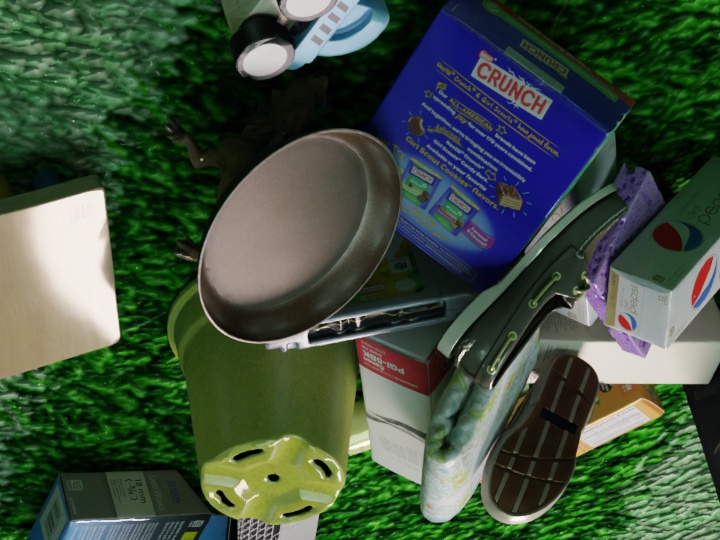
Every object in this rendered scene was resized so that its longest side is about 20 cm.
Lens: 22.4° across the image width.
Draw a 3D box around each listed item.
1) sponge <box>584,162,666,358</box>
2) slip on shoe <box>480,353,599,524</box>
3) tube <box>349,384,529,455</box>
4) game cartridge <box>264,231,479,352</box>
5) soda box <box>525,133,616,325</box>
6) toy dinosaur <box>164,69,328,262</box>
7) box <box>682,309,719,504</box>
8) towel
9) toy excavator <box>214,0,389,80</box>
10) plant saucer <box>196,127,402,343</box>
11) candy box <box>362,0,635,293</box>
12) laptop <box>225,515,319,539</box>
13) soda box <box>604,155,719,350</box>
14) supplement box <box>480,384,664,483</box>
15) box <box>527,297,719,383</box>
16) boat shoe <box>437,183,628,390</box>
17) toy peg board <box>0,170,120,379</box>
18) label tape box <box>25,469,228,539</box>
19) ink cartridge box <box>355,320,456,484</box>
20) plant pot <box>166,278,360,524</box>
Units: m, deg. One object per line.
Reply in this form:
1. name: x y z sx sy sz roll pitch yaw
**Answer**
1. sponge: 0.246 -0.006 1.630 0.030 0.112 0.200 22 168 28
2. slip on shoe: 0.160 0.161 1.664 0.076 0.201 0.061 31 139 -2
3. tube: 0.075 0.136 1.832 0.198 0.058 0.052 -16 104 -2
4. game cartridge: 0.000 0.000 1.601 0.198 0.134 0.041 -11 133 -9
5. soda box: 0.188 -0.045 1.623 0.068 0.064 0.201 25 148 29
6. toy dinosaur: -0.087 -0.065 1.504 0.085 0.202 0.135 -4 -175 -44
7. box: 0.427 0.112 1.768 0.117 0.201 0.197 16 132 -26
8. towel: 0.105 0.111 1.603 0.048 0.201 0.172 22 157 14
9. toy excavator: 0.009 -0.230 1.398 0.199 0.100 0.195 8 138 -39
10. plant saucer: -0.054 -0.033 1.467 0.199 0.032 0.201 -25 138 -25
11. candy box: 0.099 -0.106 1.496 0.169 0.077 0.200 37 129 3
12. laptop: -0.085 0.304 1.870 0.199 0.116 0.188 -27 147 -30
13. soda box: 0.291 -0.019 1.602 0.063 0.200 0.069 22 134 27
14. supplement box: 0.206 0.154 1.858 0.199 0.067 0.069 -28 148 17
15. box: 0.249 0.061 1.764 0.198 0.083 0.069 3 136 -13
16. boat shoe: 0.153 0.013 1.505 0.202 0.060 0.072 -44 167 -5
17. toy peg board: -0.323 -0.008 1.572 0.198 0.098 0.201 -17 141 -17
18. label tape box: -0.238 0.275 1.897 0.198 0.064 0.145 2 138 -31
19. ink cartridge box: 0.070 0.085 1.692 0.082 0.147 0.201 21 144 23
20. plant pot: -0.081 0.122 1.665 0.198 0.185 0.201 -1 138 -1
